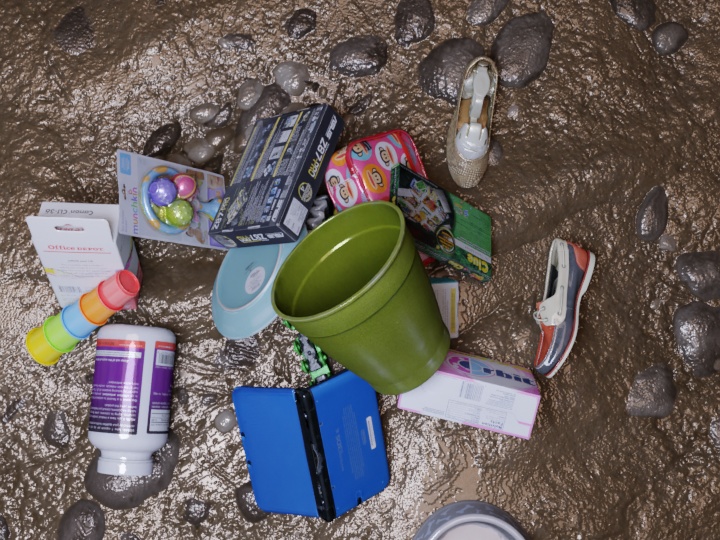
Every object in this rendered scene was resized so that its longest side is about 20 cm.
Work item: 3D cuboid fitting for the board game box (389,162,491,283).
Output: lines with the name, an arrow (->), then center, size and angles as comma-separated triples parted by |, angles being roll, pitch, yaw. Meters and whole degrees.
board game box -> 0.116, -0.064, 1.277 | 0.198, 0.023, 0.107 | 26, 55, -36

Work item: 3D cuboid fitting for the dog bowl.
dog bowl -> 0.160, 0.430, 1.268 | 0.196, 0.059, 0.205 | 0, 82, -1

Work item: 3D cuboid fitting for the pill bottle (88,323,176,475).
pill bottle -> -0.322, 0.180, 1.268 | 0.110, 0.113, 0.205 | 4, 82, 0

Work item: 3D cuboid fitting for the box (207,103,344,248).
box -> -0.120, -0.131, 1.274 | 0.159, 0.049, 0.203 | -3, 59, 42

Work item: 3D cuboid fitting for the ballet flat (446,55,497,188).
ballet flat -> 0.168, -0.228, 1.351 | 0.069, 0.065, 0.204 | 5, 83, 0

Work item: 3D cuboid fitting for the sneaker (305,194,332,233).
sneaker -> -0.095, -0.025, 1.298 | 0.079, 0.076, 0.202 | 6, 51, 9

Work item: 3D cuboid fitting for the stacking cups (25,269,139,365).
stacking cups -> -0.386, 0.060, 1.267 | 0.199, 0.060, 0.061 | -34, 83, 24

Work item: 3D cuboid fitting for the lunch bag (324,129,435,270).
lunch bag -> 0.048, -0.095, 1.297 | 0.175, 0.081, 0.203 | -23, 91, -47

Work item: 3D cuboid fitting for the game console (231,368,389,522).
game console -> -0.067, 0.236, 1.273 | 0.169, 0.117, 0.204 | -22, 113, -31

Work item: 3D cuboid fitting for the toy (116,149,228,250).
toy -> -0.249, -0.099, 1.271 | 0.047, 0.199, 0.118 | -13, 77, 33

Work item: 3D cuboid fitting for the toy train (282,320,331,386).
toy train -> -0.072, 0.115, 1.308 | 0.041, 0.056, 0.203 | -23, 83, 5

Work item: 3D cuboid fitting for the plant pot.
plant pot -> 0.019, 0.051, 1.162 | 0.200, 0.200, 0.194 | -41, 120, -6

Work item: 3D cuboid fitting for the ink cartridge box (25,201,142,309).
ink cartridge box -> -0.378, -0.030, 1.250 | 0.114, 0.202, 0.069 | 2, 54, -1

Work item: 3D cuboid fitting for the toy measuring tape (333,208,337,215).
toy measuring tape -> 0.000, 0.000, 1.315 | 0.072, 0.074, 0.204 | -17, 83, -3

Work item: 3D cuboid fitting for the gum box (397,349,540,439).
gum box -> 0.155, 0.165, 1.267 | 0.196, 0.114, 0.067 | 14, 104, 1

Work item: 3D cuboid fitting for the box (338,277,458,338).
box -> 0.041, 0.058, 1.289 | 0.196, 0.049, 0.084 | -3, 99, -14

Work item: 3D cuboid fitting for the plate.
plate -> -0.151, -0.001, 1.269 | 0.025, 0.199, 0.203 | 33, 82, -38

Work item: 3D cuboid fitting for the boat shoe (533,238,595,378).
boat shoe -> 0.283, 0.053, 1.309 | 0.062, 0.071, 0.203 | 22, 76, -13
